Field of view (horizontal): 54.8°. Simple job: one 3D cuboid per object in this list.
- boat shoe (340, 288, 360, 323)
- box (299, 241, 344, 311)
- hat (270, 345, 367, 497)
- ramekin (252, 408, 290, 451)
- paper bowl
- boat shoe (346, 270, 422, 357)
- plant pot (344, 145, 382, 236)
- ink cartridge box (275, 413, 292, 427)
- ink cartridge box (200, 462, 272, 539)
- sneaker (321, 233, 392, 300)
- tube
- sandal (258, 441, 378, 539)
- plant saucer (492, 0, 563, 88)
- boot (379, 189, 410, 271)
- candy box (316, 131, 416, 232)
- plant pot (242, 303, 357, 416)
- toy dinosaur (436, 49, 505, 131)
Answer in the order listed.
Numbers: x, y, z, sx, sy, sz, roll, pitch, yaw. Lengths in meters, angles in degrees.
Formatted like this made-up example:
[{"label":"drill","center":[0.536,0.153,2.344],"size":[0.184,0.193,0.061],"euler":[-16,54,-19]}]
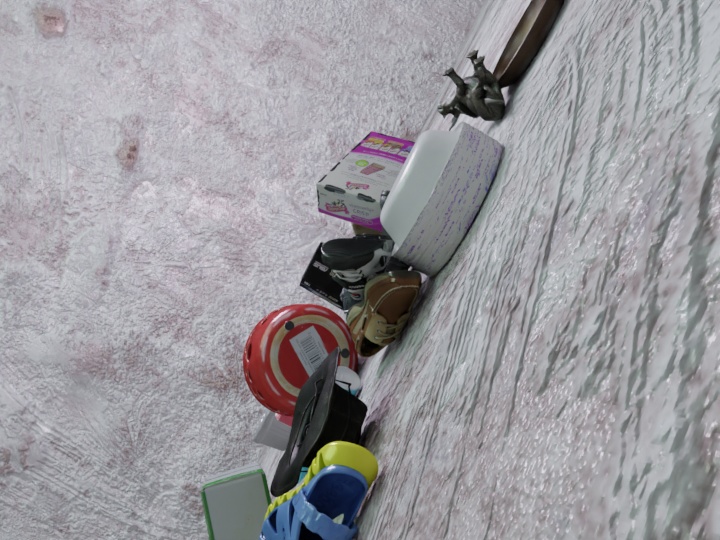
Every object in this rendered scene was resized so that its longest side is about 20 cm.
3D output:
[{"label":"boat shoe","center":[-0.003,0.050,1.202],"size":[0.200,0.070,0.070],"euler":[5,-107,-83]},{"label":"box","center":[-0.039,0.027,1.461],"size":[0.087,0.161,0.200],"euler":[-61,4,-8]},{"label":"hat","center":[-0.037,0.194,0.847],"size":[0.200,0.079,0.205],"euler":[-157,89,-80]},{"label":"ramekin","center":[-0.181,0.348,1.716],"size":[0.206,0.093,0.202],"euler":[-62,4,8]},{"label":"paper bowl","center":[0.097,-0.104,0.932],"size":[0.204,0.103,0.201],"euler":[-63,3,5]},{"label":"boat shoe","center":[0.036,0.064,0.945],"size":[0.201,0.074,0.076],"euler":[122,144,-61]},{"label":"plant pot","center":[0.048,-0.128,1.347],"size":[0.203,0.197,0.185],"euler":[-60,16,25]},{"label":"ink cartridge box","center":[-0.099,0.232,1.449],"size":[0.203,0.081,0.147],"euler":[-64,3,-11]},{"label":"ink cartridge box","center":[-0.150,0.334,0.896],"size":[0.200,0.081,0.150],"euler":[133,124,-75]},{"label":"sneaker","center":[0.000,0.000,0.953],"size":[0.199,0.072,0.091],"euler":[-13,-69,-69]},{"label":"tube","center":[-0.056,0.245,1.103],"size":[0.203,0.050,0.078],"euler":[-67,-6,27]},{"label":"sandal","center":[-0.053,0.257,0.680],"size":[0.088,0.078,0.202],"euler":[-75,11,-57]},{"label":"plant saucer","center":[0.259,-0.364,1.065],"size":[0.203,0.032,0.200],"euler":[-63,3,6]},{"label":"boot","center":[0.053,-0.029,1.095],"size":[0.134,0.068,0.201],"euler":[-65,-23,-16]},{"label":"candy box","center":[0.030,-0.158,1.207],"size":[0.200,0.134,0.062],"euler":[-49,-32,-42]},{"label":"plant pot","center":[-0.107,0.158,1.232],"size":[0.204,0.198,0.182],"euler":[-63,7,-13]},{"label":"toy dinosaur","center":[0.183,-0.264,1.043],"size":[0.077,0.103,0.199],"euler":[-40,30,-9]}]
